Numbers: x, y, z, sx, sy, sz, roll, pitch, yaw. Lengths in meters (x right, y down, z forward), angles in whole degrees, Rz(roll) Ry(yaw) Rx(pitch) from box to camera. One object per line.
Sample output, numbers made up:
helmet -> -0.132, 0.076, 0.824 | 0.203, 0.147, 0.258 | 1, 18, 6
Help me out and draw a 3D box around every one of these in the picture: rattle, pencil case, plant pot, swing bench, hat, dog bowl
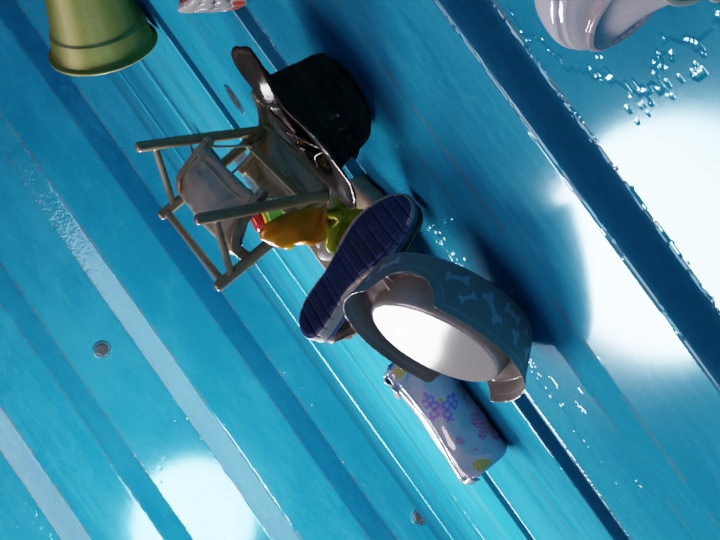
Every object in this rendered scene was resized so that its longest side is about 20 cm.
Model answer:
rattle -> 0.000, 0.000, 1.090 | 0.130, 0.142, 0.201 | -39, 75, 48
pencil case -> 0.118, 0.199, 1.314 | 0.200, 0.091, 0.083 | 52, 129, 5
plant pot -> -0.470, -0.472, 1.626 | 0.200, 0.199, 0.191 | 45, 152, 40
swing bench -> -0.156, -0.112, 1.232 | 0.199, 0.199, 0.130 | 45, 155, 41
hat -> -0.040, -0.162, 0.947 | 0.201, 0.081, 0.201 | 52, 177, 4
dog bowl -> 0.083, 0.056, 0.944 | 0.199, 0.059, 0.200 | 25, 156, 12

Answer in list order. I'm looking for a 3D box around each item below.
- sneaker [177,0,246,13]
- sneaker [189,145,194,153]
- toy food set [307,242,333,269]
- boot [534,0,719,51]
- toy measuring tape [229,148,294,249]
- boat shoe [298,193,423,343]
sneaker -> -0.165, -0.338, 1.032 | 0.200, 0.076, 0.083 | 179, 83, -76
sneaker -> -0.317, -0.192, 2.067 | 0.104, 0.060, 0.201 | 44, 159, 40
toy food set -> -0.067, -0.064, 1.389 | 0.144, 0.060, 0.200 | 56, 168, -6
boot -> 0.131, -0.121, 0.359 | 0.096, 0.073, 0.200 | 59, 169, 15
toy measuring tape -> -0.142, -0.115, 1.347 | 0.201, 0.073, 0.074 | 61, 172, 24
boat shoe -> 0.011, -0.001, 1.034 | 0.072, 0.200, 0.072 | 14, -145, -42
